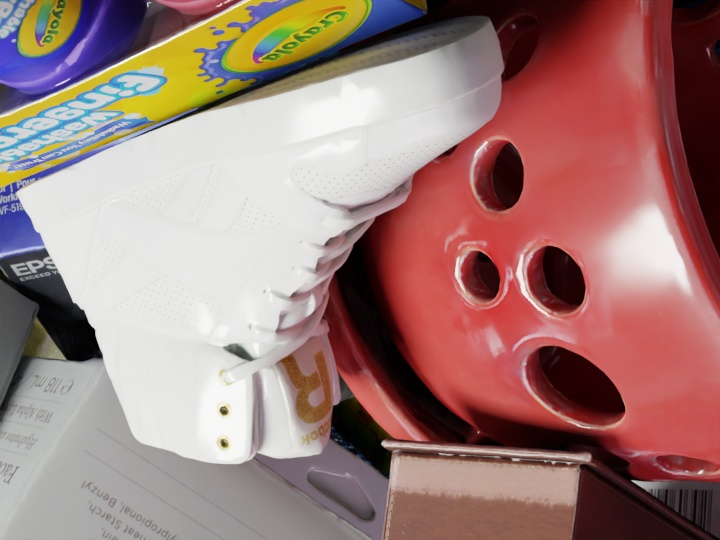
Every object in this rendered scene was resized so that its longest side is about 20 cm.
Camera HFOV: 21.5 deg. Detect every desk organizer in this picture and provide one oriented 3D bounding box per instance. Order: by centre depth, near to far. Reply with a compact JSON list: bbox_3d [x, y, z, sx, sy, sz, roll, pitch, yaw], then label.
[{"bbox_3d":[0.075,0.120,0.664,0.071,0.077,0.200,1,163,27],"label":"desk organizer"}]

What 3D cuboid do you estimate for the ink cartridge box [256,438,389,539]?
[{"bbox_3d":[-0.044,0.130,1.086,0.145,0.084,0.200,35,174,-12],"label":"ink cartridge box"}]

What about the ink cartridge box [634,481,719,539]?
[{"bbox_3d":[0.178,0.075,0.792,0.146,0.201,0.086,-2,161,30],"label":"ink cartridge box"}]

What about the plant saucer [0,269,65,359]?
[{"bbox_3d":[-0.103,0.014,0.943,0.199,0.048,0.200,-9,164,2],"label":"plant saucer"}]

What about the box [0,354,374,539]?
[{"bbox_3d":[-0.108,0.137,0.814,0.200,0.131,0.199,38,161,-27],"label":"box"}]

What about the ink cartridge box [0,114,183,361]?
[{"bbox_3d":[-0.088,0.002,0.803,0.099,0.039,0.200,-14,142,9],"label":"ink cartridge box"}]

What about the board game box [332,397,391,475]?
[{"bbox_3d":[0.040,0.039,1.005,0.102,0.048,0.200,-45,171,-16],"label":"board game box"}]

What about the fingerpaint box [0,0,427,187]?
[{"bbox_3d":[-0.110,-0.090,0.536,0.199,0.074,0.167,-18,162,31],"label":"fingerpaint box"}]

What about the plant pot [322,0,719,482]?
[{"bbox_3d":[0.089,-0.020,0.650,0.200,0.201,0.182,8,160,-44],"label":"plant pot"}]

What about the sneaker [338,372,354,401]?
[{"bbox_3d":[0.000,0.000,0.788,0.200,0.077,0.076,-30,-161,-31],"label":"sneaker"}]

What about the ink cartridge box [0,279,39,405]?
[{"bbox_3d":[-0.254,0.036,0.784,0.145,0.088,0.200,37,139,-27],"label":"ink cartridge box"}]

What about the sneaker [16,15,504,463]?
[{"bbox_3d":[-0.017,-0.002,0.590,0.200,0.116,0.074,-17,-173,46],"label":"sneaker"}]
